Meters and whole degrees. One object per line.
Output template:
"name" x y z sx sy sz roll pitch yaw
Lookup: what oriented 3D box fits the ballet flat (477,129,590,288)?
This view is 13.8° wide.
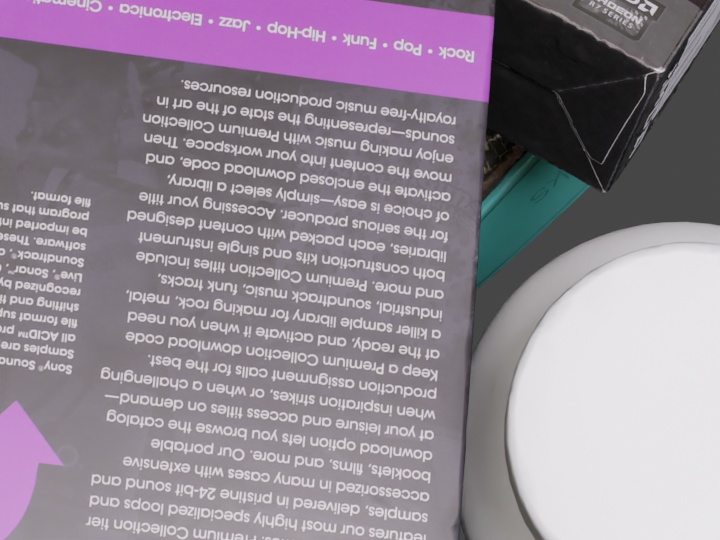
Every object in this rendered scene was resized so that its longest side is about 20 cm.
"ballet flat" 0.000 0.000 0.835 0.075 0.068 0.200 38 92 28

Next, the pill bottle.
"pill bottle" 0.079 0.049 0.752 0.112 0.200 0.113 -1 82 4

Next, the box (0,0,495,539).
"box" -0.047 0.021 0.672 0.142 0.036 0.201 7 70 -7

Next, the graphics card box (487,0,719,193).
"graphics card box" 0.057 -0.121 0.800 0.125 0.051 0.200 31 48 7
